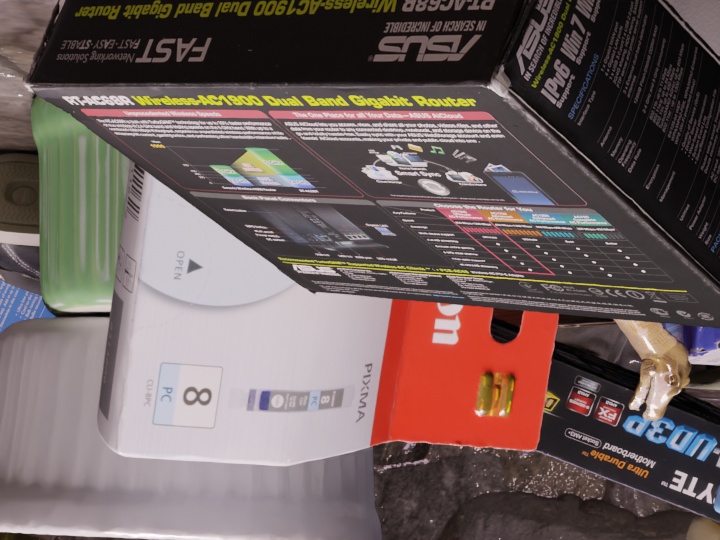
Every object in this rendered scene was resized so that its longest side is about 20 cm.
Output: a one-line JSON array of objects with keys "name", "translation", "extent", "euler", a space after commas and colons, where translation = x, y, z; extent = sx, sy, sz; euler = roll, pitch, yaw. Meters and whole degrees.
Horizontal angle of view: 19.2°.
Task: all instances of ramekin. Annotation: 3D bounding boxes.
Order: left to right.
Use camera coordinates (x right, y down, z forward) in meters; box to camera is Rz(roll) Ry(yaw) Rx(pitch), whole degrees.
[{"name": "ramekin", "translation": [-0.086, 0.079, 1.006], "extent": [0.199, 0.099, 0.200], "euler": [3, 173, 0]}, {"name": "ramekin", "translation": [-0.056, -0.022, 0.981], "extent": [0.198, 0.098, 0.200], "euler": [3, 173, 0]}]

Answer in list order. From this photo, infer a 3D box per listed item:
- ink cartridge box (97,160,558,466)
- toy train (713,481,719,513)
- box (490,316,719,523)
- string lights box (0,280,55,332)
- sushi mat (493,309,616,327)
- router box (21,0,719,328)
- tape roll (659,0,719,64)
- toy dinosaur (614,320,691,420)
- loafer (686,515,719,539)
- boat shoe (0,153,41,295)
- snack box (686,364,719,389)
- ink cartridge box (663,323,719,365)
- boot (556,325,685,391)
[{"name": "ink cartridge box", "translation": [0.000, 0.000, 0.874], "extent": [0.199, 0.161, 0.047], "euler": [5, -169, -17]}, {"name": "toy train", "translation": [0.238, 0.104, 0.910], "extent": [0.114, 0.087, 0.200], "euler": [15, 170, 39]}, {"name": "box", "translation": [0.109, 0.067, 1.043], "extent": [0.199, 0.046, 0.159], "euler": [22, -177, -15]}, {"name": "string lights box", "translation": [-0.161, 0.035, 1.184], "extent": [0.199, 0.103, 0.059], "euler": [26, -178, 20]}, {"name": "sushi mat", "translation": [0.064, 0.015, 1.184], "extent": [0.198, 0.012, 0.096], "euler": [-4, -158, 3]}, {"name": "router box", "translation": [0.016, -0.046, 0.659], "extent": [0.199, 0.062, 0.150], "euler": [4, 157, 43]}, {"name": "tape roll", "translation": [0.154, -0.067, 0.798], "extent": [0.201, 0.037, 0.203], "euler": [2, 173, 0]}, {"name": "toy dinosaur", "translation": [0.091, -0.014, 0.839], "extent": [0.101, 0.058, 0.200], "euler": [20, 158, 26]}, {"name": "loafer", "translation": [0.202, 0.172, 0.978], "extent": [0.075, 0.069, 0.200], "euler": [25, -179, -17]}, {"name": "boat shoe", "translation": [-0.111, -0.007, 1.115], "extent": [0.199, 0.072, 0.068], "euler": [13, 139, 7]}, {"name": "snack box", "translation": [0.235, 0.038, 1.092], "extent": [0.115, 0.037, 0.200], "euler": [5, 170, -12]}, {"name": "ink cartridge box", "translation": [0.210, 0.003, 0.888], "extent": [0.198, 0.077, 0.136], "euler": [2, 173, -9]}, {"name": "boot", "translation": [0.194, 0.042, 1.277], "extent": [0.198, 0.133, 0.070], "euler": [3, 172, 1]}]
